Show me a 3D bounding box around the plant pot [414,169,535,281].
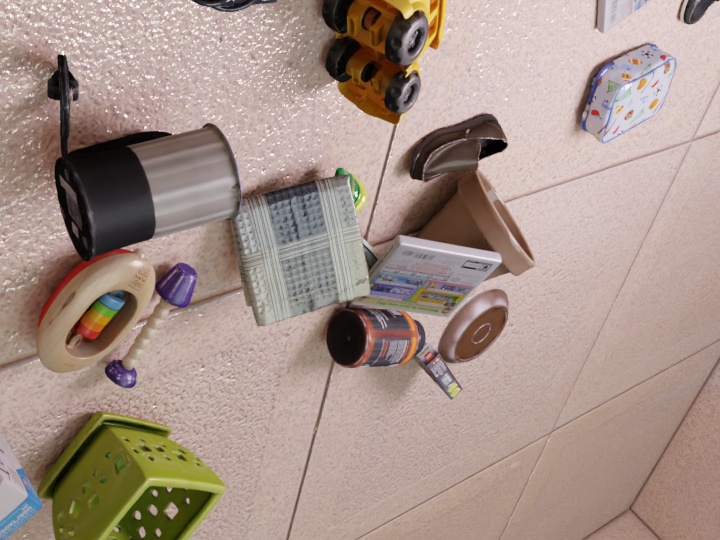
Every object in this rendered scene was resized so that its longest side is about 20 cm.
[{"bbox_3d":[0.187,-0.050,1.727,0.173,0.202,0.200,-33,150,16],"label":"plant pot"}]

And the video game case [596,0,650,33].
[{"bbox_3d":[0.474,-0.526,1.654,0.181,0.022,0.201,-36,145,-15],"label":"video game case"}]

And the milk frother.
[{"bbox_3d":[-0.251,-0.142,1.109,0.186,0.181,0.202,-19,146,-29],"label":"milk frother"}]

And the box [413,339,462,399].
[{"bbox_3d":[0.138,0.180,1.965,0.035,0.110,0.200,-41,147,-4],"label":"box"}]

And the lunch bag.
[{"bbox_3d":[0.504,-0.331,1.856,0.198,0.076,0.162,-27,145,-28],"label":"lunch bag"}]

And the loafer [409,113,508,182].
[{"bbox_3d":[0.168,-0.198,1.619,0.198,0.071,0.074,-30,145,-23],"label":"loafer"}]

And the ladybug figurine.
[{"bbox_3d":[-0.354,0.044,1.294,0.200,0.072,0.136,-47,148,3],"label":"ladybug figurine"}]

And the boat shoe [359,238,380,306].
[{"bbox_3d":[0.000,0.000,1.648,0.062,0.073,0.201,-42,153,-11],"label":"boat shoe"}]

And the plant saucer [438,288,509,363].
[{"bbox_3d":[0.253,0.129,2.114,0.198,0.032,0.202,-29,144,-23],"label":"plant saucer"}]

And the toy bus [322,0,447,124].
[{"bbox_3d":[0.054,-0.331,1.314,0.192,0.135,0.202,-45,154,-30],"label":"toy bus"}]

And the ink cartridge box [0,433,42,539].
[{"bbox_3d":[-0.539,0.265,1.257,0.144,0.147,0.201,-38,147,-11],"label":"ink cartridge box"}]

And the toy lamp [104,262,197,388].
[{"bbox_3d":[-0.298,0.078,1.410,0.058,0.058,0.201,10,118,-52],"label":"toy lamp"}]

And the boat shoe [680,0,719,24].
[{"bbox_3d":[0.677,-0.541,1.824,0.074,0.066,0.201,10,119,-53],"label":"boat shoe"}]

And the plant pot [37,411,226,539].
[{"bbox_3d":[-0.361,0.336,1.505,0.200,0.181,0.199,-50,147,7],"label":"plant pot"}]

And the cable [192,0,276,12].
[{"bbox_3d":[-0.128,-0.378,1.108,0.198,0.051,0.165,-15,136,-38],"label":"cable"}]

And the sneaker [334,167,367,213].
[{"bbox_3d":[-0.084,-0.083,1.480,0.199,0.074,0.084,-39,114,2],"label":"sneaker"}]

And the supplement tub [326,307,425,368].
[{"bbox_3d":[0.036,0.124,1.791,0.198,0.107,0.108,5,123,-50],"label":"supplement tub"}]

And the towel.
[{"bbox_3d":[-0.089,-0.029,1.448,0.189,0.035,0.203,-16,113,-12],"label":"towel"}]

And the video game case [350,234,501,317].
[{"bbox_3d":[0.107,0.013,1.634,0.197,0.022,0.182,8,143,-26],"label":"video game case"}]
